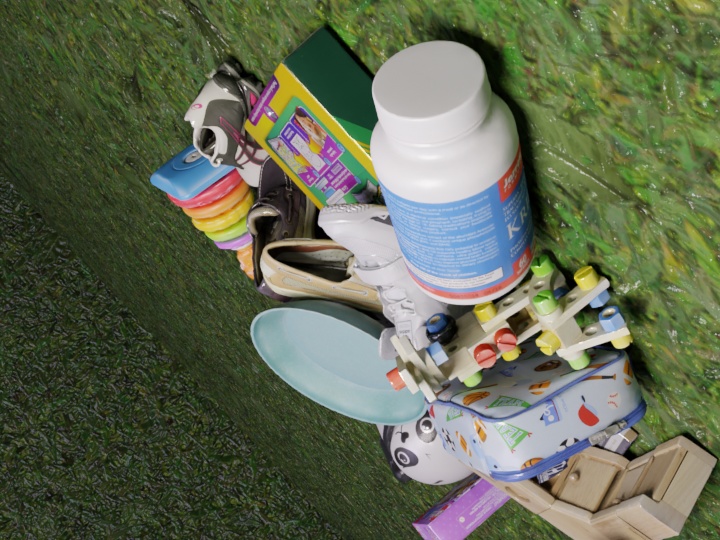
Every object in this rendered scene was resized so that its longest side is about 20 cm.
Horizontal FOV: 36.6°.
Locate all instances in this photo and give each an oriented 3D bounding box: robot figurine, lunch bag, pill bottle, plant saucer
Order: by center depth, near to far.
[{"bbox_3d":[0.070,-0.073,0.837,0.112,0.112,0.200,35,159,35],"label":"pill bottle"},{"bbox_3d":[0.156,0.117,0.968,0.076,0.160,0.200,69,165,-9],"label":"lunch bag"},{"bbox_3d":[-0.017,0.089,1.123,0.200,0.036,0.200,20,148,13],"label":"plant saucer"},{"bbox_3d":[0.071,0.148,1.230,0.200,0.125,0.150,-117,6,-49],"label":"robot figurine"}]

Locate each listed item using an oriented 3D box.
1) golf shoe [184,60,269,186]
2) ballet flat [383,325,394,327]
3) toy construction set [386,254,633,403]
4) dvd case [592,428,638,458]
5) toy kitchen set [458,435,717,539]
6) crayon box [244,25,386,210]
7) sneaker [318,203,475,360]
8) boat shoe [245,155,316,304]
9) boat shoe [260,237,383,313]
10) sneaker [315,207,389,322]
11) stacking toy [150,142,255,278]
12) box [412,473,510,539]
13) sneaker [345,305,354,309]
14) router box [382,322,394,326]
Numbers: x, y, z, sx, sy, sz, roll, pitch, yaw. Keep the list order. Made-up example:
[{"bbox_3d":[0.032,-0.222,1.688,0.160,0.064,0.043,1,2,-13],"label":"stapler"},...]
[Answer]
[{"bbox_3d":[-0.148,-0.149,1.230,0.077,0.088,0.200,38,161,25],"label":"golf shoe"},{"bbox_3d":[0.062,0.091,1.163,0.200,0.062,0.067,7,120,38],"label":"ballet flat"},{"bbox_3d":[0.116,0.058,0.915,0.131,0.200,0.092,-116,7,-66],"label":"toy construction set"},{"bbox_3d":[0.193,0.132,1.140,0.200,0.016,0.149,41,161,18],"label":"dvd case"},{"bbox_3d":[0.188,0.215,1.024,0.180,0.163,0.200,34,158,4],"label":"toy kitchen set"},{"bbox_3d":[-0.018,-0.118,1.035,0.173,0.058,0.200,46,163,-4],"label":"crayon box"},{"bbox_3d":[0.036,0.018,0.994,0.200,0.115,0.075,26,161,-34],"label":"sneaker"},{"bbox_3d":[-0.090,-0.053,1.180,0.065,0.200,0.072,19,140,-36],"label":"boat shoe"},{"bbox_3d":[0.000,0.000,1.077,0.200,0.072,0.076,1,159,1],"label":"boat shoe"},{"bbox_3d":[0.006,-0.003,1.209,0.116,0.076,0.200,30,-159,-52],"label":"sneaker"},{"bbox_3d":[-0.166,-0.067,1.392,0.116,0.110,0.200,28,151,53],"label":"stacking toy"},{"bbox_3d":[0.130,0.264,1.259,0.039,0.137,0.200,50,171,8],"label":"box"},{"bbox_3d":[-0.018,0.048,1.269,0.077,0.082,0.200,-11,84,36],"label":"sneaker"},{"bbox_3d":[-0.037,0.048,1.439,0.200,0.051,0.149,42,163,17],"label":"router box"}]
